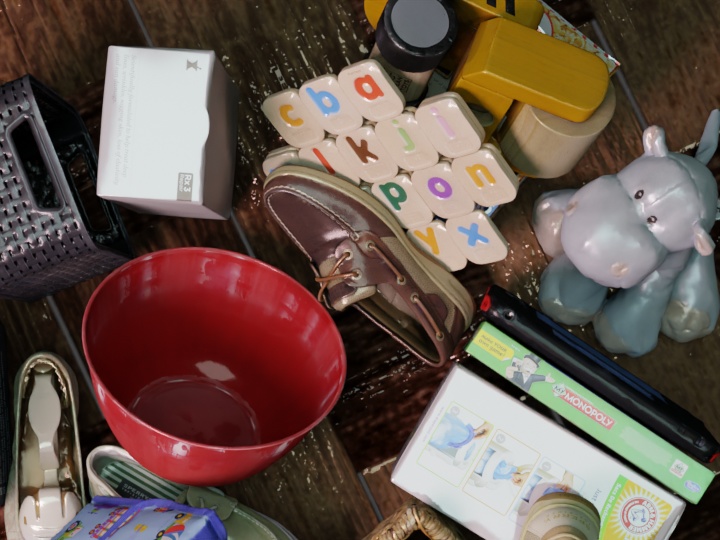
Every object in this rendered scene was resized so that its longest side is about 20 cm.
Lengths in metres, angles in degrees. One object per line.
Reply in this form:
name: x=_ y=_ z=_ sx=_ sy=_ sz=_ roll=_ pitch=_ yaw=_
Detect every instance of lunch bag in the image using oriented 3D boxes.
lunch bag: x=-0.177 y=0.237 z=1.174 sx=0.151 sy=0.200 sz=0.094 roll=-43 pitch=103 yaw=-30

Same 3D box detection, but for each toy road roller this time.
toy road roller: x=0.099 y=-0.174 z=1.240 sx=0.199 sy=0.123 sz=0.146 roll=24 pitch=68 yaw=-2

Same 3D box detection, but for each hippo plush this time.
hippo plush: x=0.228 y=-0.020 z=1.252 sx=0.199 sy=0.161 sz=0.160 roll=-26 pitch=86 yaw=1

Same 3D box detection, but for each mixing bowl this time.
mixing bowl: x=-0.120 y=0.090 z=1.266 sx=0.199 sy=0.200 sz=0.109 roll=23 pitch=132 yaw=3

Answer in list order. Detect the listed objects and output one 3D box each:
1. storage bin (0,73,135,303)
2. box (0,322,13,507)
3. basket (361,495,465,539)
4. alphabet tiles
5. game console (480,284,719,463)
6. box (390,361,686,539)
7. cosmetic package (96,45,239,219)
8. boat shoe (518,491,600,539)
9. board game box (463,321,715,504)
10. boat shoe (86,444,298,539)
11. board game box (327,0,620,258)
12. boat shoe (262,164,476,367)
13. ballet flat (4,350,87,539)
storage bin: x=-0.249 y=-0.057 z=1.253 sx=0.093 sy=0.200 sz=0.136 roll=-22 pitch=86 yaw=1
box: x=-0.339 y=0.114 z=1.249 sx=0.107 sy=0.200 sz=0.149 roll=-4 pitch=86 yaw=2
basket: x=0.017 y=0.285 z=1.252 sx=0.200 sy=0.149 sz=0.143 roll=-41 pitch=86 yaw=-1
alphabet tiles: x=0.021 y=-0.072 z=1.258 sx=0.196 sy=0.200 sz=0.015 roll=51 pitch=47 yaw=-25
game console: x=0.176 y=0.074 z=1.242 sx=0.200 sy=0.177 sz=0.031 roll=33 pitch=90 yaw=4
box: x=0.132 y=0.164 z=1.270 sx=0.200 sy=0.112 sz=0.102 roll=31 pitch=89 yaw=3
cosmetic package: x=-0.141 y=-0.099 z=1.252 sx=0.081 sy=0.200 sz=0.113 roll=4 pitch=87 yaw=2
boat shoe: x=0.129 y=0.257 z=1.193 sx=0.073 sy=0.063 sz=0.201 roll=15 pitch=116 yaw=3
board game box: x=0.169 y=0.105 z=1.262 sx=0.200 sy=0.135 sz=0.029 roll=34 pitch=89 yaw=3
boat shoe: x=-0.131 y=0.196 z=1.274 sx=0.199 sy=0.062 sz=0.072 roll=20 pitch=65 yaw=21
board game box: x=0.085 y=-0.132 z=1.321 sx=0.151 sy=0.046 sz=0.200 roll=41 pitch=89 yaw=4
boat shoe: x=0.000 y=0.000 z=1.280 sx=0.200 sy=0.072 sz=0.072 roll=41 pitch=50 yaw=-14
ballet flat: x=-0.247 y=0.160 z=1.294 sx=0.067 sy=0.062 sz=0.201 roll=-6 pitch=77 yaw=-11
